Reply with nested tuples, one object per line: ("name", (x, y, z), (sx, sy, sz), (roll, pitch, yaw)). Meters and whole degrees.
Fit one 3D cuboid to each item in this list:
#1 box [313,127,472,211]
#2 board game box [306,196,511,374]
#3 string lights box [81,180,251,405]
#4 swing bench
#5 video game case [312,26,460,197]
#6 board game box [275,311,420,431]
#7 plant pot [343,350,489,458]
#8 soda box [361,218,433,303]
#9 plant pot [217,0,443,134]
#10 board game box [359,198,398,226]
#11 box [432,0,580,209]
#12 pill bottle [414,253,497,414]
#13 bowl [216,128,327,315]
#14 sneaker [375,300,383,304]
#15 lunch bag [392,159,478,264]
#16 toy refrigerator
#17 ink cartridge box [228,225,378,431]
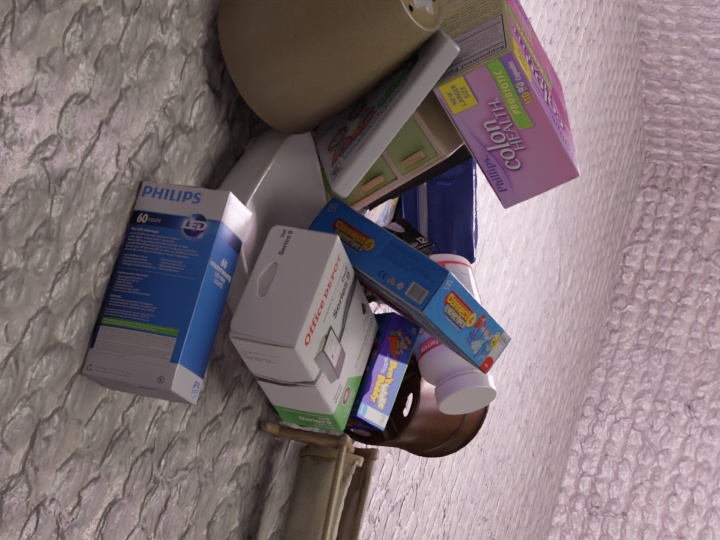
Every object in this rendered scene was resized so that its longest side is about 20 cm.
("box", (0.046, -0.196, 1.479), (0.201, 0.197, 0.050), (54, 15, -34))
("board game box", (0.059, 0.019, 1.403), (0.056, 0.199, 0.196), (-53, 143, -4))
("string lights box", (-0.185, 0.019, 1.157), (0.059, 0.102, 0.202), (49, 53, -61))
("swing bench", (-0.059, 0.313, 1.542), (0.200, 0.128, 0.201), (40, 60, -65))
("video game case", (0.023, -0.193, 1.323), (0.201, 0.024, 0.182), (-51, -158, 14))
("board game box", (-0.019, 0.126, 1.488), (0.045, 0.199, 0.136), (30, 70, -26))
("plant pot", (0.063, 0.174, 1.741), (0.198, 0.198, 0.203), (12, 86, -61))
("soda box", (0.000, 0.000, 1.550), (0.199, 0.063, 0.071), (-21, 141, -39))
("plant pot", (-0.018, -0.266, 1.275), (0.187, 0.198, 0.190), (26, 55, -46))
("board game box", (0.011, -0.080, 1.656), (0.200, 0.034, 0.136), (-56, 167, -48))
("box", (0.160, -0.207, 1.346), (0.177, 0.096, 0.201), (55, 23, -32))
("pill bottle", (0.122, 0.087, 1.631), (0.109, 0.108, 0.202), (57, 17, -59))
("bowl", (-0.111, -0.047, 1.363), (0.201, 0.074, 0.201), (-63, 151, -42))
("sneaker", (0.057, -0.009, 1.741), (0.113, 0.073, 0.200), (-61, 168, 7))
("lunch bag", (0.114, -0.100, 1.842), (0.136, 0.130, 0.202), (-72, 161, -67))
("toy refrigerator", (0.029, -0.135, 1.388), (0.076, 0.199, 0.070), (55, 46, -8))
("ink cartridge box", (-0.058, 0.067, 1.329), (0.201, 0.083, 0.147), (66, 38, -55))
